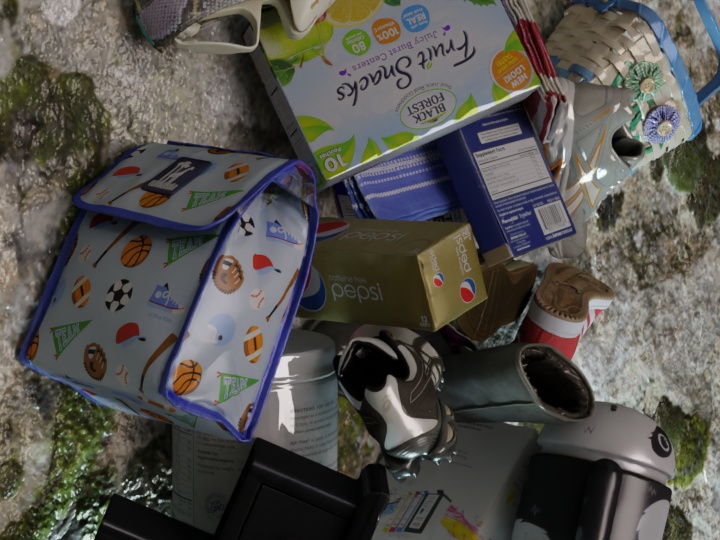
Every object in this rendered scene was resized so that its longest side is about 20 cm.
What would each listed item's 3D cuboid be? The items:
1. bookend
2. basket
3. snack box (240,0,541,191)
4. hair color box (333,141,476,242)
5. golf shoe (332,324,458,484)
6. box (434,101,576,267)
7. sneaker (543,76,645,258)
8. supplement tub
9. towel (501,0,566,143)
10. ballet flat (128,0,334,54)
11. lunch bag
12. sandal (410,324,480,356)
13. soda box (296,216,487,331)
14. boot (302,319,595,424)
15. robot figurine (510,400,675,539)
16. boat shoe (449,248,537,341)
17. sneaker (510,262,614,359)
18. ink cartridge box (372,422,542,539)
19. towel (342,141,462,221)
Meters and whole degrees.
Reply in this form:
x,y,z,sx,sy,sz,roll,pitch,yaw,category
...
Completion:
x,y,z,sx,sy,sz,roll,pitch,yaw,category
-0.107,0.203,1.333,0.198,0.092,0.201,24,96,-4,bookend
0.267,-0.194,1.759,0.200,0.139,0.177,-47,127,-20,basket
0.024,-0.167,1.471,0.199,0.053,0.143,-25,88,-16,snack box
0.070,-0.076,1.620,0.200,0.065,0.110,-35,119,-41,hair color box
0.020,0.073,1.411,0.077,0.200,0.095,-32,116,1,golf shoe
0.108,-0.109,1.561,0.121,0.032,0.201,-17,85,-55,box
0.213,-0.087,1.688,0.201,0.091,0.076,85,10,-45,sneaker
-0.082,0.153,1.439,0.131,0.131,0.202,-7,101,-47,supplement tub
0.124,-0.213,1.568,0.144,0.023,0.201,77,-8,-81,towel
-0.074,-0.202,1.397,0.199,0.072,0.073,-15,109,-17,ballet flat
-0.133,0.002,1.333,0.124,0.169,0.201,36,71,-46,lunch bag
0.073,0.079,1.657,0.201,0.048,0.076,52,59,-38,sandal
0.000,0.000,1.451,0.068,0.199,0.064,-31,113,-40,soda box
0.068,0.084,1.526,0.181,0.199,0.073,25,76,-31,boot
0.193,0.210,1.537,0.124,0.150,0.201,21,79,-31,robot figurine
0.099,0.018,1.627,0.200,0.064,0.074,0,106,-69,boat shoe
0.182,0.064,1.751,0.113,0.071,0.200,-68,167,17,sneaker
0.082,0.249,1.622,0.201,0.144,0.147,-56,132,-26,ink cartridge box
0.026,-0.137,1.531,0.144,0.024,0.201,-17,86,-41,towel
